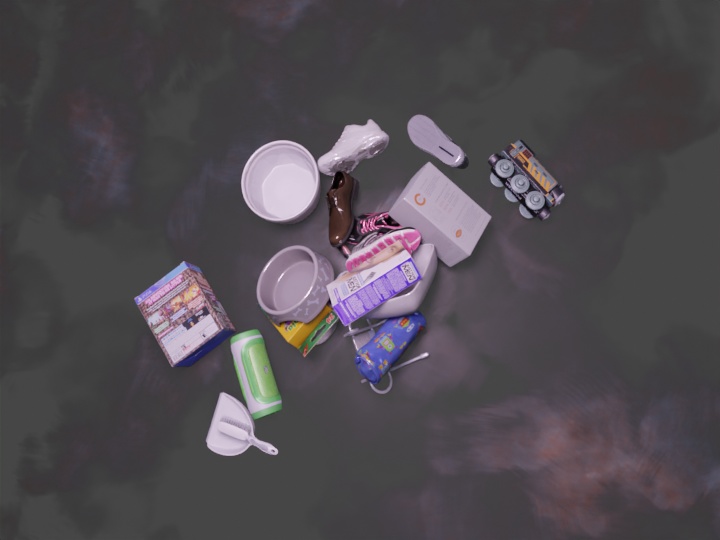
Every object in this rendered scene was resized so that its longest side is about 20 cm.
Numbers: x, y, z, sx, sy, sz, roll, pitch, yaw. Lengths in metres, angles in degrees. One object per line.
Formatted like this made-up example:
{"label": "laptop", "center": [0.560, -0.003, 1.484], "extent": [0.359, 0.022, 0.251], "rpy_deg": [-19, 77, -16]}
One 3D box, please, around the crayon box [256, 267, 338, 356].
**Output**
{"label": "crayon box", "center": [-0.153, 0.094, 1.430], "extent": [0.127, 0.051, 0.200], "rpy_deg": [-48, 49, -1]}

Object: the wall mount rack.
{"label": "wall mount rack", "center": [0.058, 0.181, 1.425], "extent": [0.171, 0.074, 0.204], "rpy_deg": [-17, 78, -29]}

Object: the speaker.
{"label": "speaker", "center": [-0.253, 0.252, 1.448], "extent": [0.087, 0.088, 0.204], "rpy_deg": [-20, 79, 5]}

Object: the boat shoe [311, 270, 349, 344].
{"label": "boat shoe", "center": [-0.070, 0.089, 1.455], "extent": [0.072, 0.069, 0.201], "rpy_deg": [37, 88, 12]}

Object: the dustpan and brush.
{"label": "dustpan and brush", "center": [-0.280, 0.395, 1.435], "extent": [0.196, 0.057, 0.143], "rpy_deg": [19, 92, 11]}

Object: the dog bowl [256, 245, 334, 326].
{"label": "dog bowl", "center": [-0.159, 0.032, 1.399], "extent": [0.196, 0.059, 0.204], "rpy_deg": [-16, 56, 25]}

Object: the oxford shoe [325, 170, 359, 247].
{"label": "oxford shoe", "center": [-0.059, -0.153, 1.457], "extent": [0.071, 0.084, 0.204], "rpy_deg": [-13, 59, 32]}

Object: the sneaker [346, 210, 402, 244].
{"label": "sneaker", "center": [0.042, -0.114, 1.458], "extent": [0.195, 0.095, 0.081], "rpy_deg": [-10, 81, 8]}

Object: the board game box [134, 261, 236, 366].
{"label": "board game box", "center": [-0.435, 0.112, 1.491], "extent": [0.158, 0.097, 0.202], "rpy_deg": [-35, 78, 2]}

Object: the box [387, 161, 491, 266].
{"label": "box", "center": [0.184, -0.128, 1.388], "extent": [0.199, 0.097, 0.125], "rpy_deg": [40, 63, -7]}

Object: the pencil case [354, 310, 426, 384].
{"label": "pencil case", "center": [0.066, 0.160, 1.354], "extent": [0.087, 0.078, 0.200], "rpy_deg": [43, 61, 2]}

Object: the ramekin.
{"label": "ramekin", "center": [-0.190, -0.212, 1.502], "extent": [0.195, 0.105, 0.205], "rpy_deg": [-1, 82, 8]}

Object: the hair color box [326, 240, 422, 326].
{"label": "hair color box", "center": [0.027, 0.025, 1.305], "extent": [0.197, 0.110, 0.066], "rpy_deg": [-31, 114, 1]}

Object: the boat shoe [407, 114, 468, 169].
{"label": "boat shoe", "center": [0.190, -0.309, 1.481], "extent": [0.072, 0.071, 0.201], "rpy_deg": [-46, 57, 12]}

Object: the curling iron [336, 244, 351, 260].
{"label": "curling iron", "center": [0.000, 0.000, 1.475], "extent": [0.025, 0.050, 0.201], "rpy_deg": [-38, 83, 2]}

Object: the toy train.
{"label": "toy train", "center": [0.398, -0.217, 1.431], "extent": [0.113, 0.085, 0.201], "rpy_deg": [-39, 78, -9]}

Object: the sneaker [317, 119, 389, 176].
{"label": "sneaker", "center": [-0.030, -0.315, 1.512], "extent": [0.197, 0.078, 0.100], "rpy_deg": [-28, 67, -13]}

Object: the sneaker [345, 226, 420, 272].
{"label": "sneaker", "center": [0.052, -0.062, 1.410], "extent": [0.197, 0.074, 0.088], "rpy_deg": [-26, 33, 25]}

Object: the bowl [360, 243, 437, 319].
{"label": "bowl", "center": [0.082, 0.036, 1.377], "extent": [0.197, 0.201, 0.075], "rpy_deg": [-11, 122, 35]}
